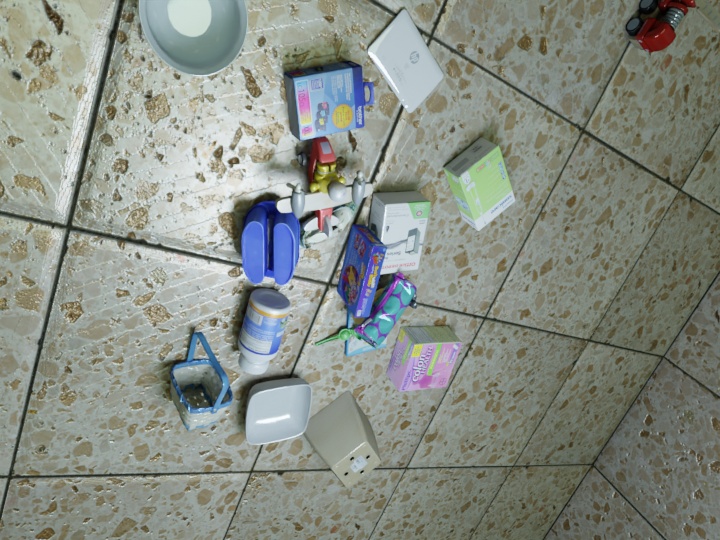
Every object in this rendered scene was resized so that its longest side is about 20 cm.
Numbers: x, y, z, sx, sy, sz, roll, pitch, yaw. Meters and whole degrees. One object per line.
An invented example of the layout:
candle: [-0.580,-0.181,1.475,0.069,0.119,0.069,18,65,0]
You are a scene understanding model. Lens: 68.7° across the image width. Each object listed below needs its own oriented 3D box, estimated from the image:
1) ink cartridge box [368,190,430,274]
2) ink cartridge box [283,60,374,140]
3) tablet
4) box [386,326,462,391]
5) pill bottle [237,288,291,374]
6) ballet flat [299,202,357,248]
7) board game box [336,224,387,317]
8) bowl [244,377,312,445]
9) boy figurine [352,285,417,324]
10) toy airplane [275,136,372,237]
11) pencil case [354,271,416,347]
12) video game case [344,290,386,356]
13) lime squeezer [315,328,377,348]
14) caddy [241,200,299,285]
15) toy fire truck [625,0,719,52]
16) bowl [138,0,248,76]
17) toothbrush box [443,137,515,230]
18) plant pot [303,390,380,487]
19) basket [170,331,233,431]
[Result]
ink cartridge box: [0.098,-0.103,1.433,0.141,0.084,0.206,-7,120,-26]
ink cartridge box: [-0.065,-0.386,1.186,0.195,0.076,0.140,-19,125,-21]
tablet: [0.112,-0.495,1.261,0.130,0.014,0.200,-46,129,1]
box: [0.207,0.284,1.711,0.194,0.097,0.181,3,116,-29]
pill bottle: [-0.256,0.161,1.370,0.109,0.112,0.205,6,115,-31]
ballet flat: [-0.077,-0.116,1.338,0.197,0.074,0.075,-33,128,-8]
board game box: [0.000,0.000,1.406,0.043,0.135,0.206,1,117,-28]
bowl: [-0.247,0.399,1.537,0.194,0.075,0.206,-4,119,-28]
boy figurine: [0.068,0.101,1.527,0.195,0.064,0.128,-19,128,-22]
toy airplane: [-0.078,-0.175,1.220,0.198,0.140,0.203,40,80,-35]
pencil case: [0.070,0.108,1.448,0.202,0.084,0.093,-54,141,-9]
video game case: [0.022,0.158,1.585,0.139,0.018,0.206,-11,122,-25]
lime squeezer: [-0.033,0.200,1.531,0.193,0.072,0.038,-1,140,22]
caddy: [-0.216,-0.063,1.271,0.136,0.106,0.206,4,118,-3]
toy fire truck: [0.877,-0.691,1.458,0.126,0.200,0.179,22,106,-35]
bowl: [-0.313,-0.478,0.981,0.195,0.091,0.207,-13,123,-21]
toothbrush box: [0.337,-0.242,1.487,0.144,0.086,0.202,-37,128,-5]
plant pot: [-0.046,0.553,1.674,0.197,0.177,0.203,-33,128,-6]
basket: [-0.399,0.281,1.327,0.136,0.177,0.204,-9,136,-41]
